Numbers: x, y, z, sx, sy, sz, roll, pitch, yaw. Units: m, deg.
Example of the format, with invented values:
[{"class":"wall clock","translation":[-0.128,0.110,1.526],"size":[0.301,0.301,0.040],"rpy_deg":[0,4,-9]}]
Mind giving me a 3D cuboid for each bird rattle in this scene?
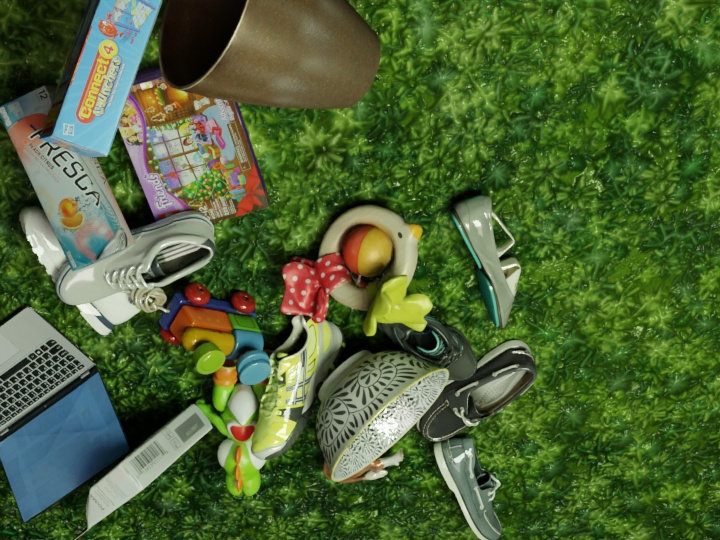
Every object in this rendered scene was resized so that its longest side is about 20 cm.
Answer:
[{"class":"bird rattle","translation":[0.000,0.000,1.484],"size":[0.113,0.199,0.164],"rpy_deg":[25,84,-54]}]

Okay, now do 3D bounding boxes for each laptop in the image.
[{"class":"laptop","translation":[-0.427,0.185,1.540],"size":[0.187,0.116,0.200],"rpy_deg":[-34,122,13]}]

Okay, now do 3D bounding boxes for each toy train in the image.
[{"class":"toy train","translation":[-0.205,0.080,1.478],"size":[0.199,0.116,0.085],"rpy_deg":[13,122,-39]}]

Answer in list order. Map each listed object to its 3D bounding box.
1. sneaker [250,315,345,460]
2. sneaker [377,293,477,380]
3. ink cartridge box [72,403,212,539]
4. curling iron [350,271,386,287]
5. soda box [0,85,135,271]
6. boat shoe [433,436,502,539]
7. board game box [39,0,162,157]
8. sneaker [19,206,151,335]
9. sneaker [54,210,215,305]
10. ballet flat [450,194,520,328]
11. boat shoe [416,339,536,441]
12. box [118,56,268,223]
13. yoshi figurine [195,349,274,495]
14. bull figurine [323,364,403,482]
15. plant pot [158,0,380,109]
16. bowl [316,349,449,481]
[{"class":"sneaker","translation":[-0.097,0.146,1.546],"size":[0.076,0.075,0.201],"rpy_deg":[38,68,-36]},{"class":"sneaker","translation":[0.092,0.102,1.572],"size":[0.076,0.079,0.200],"rpy_deg":[-50,129,5]},{"class":"ink cartridge box","translation":[-0.304,0.268,1.581],"size":[0.200,0.162,0.057],"rpy_deg":[-33,95,36]},{"class":"curling iron","translation":[0.041,0.054,1.580],"size":[0.049,0.026,0.201],"rpy_deg":[-21,124,9]},{"class":"soda box","translation":[-0.327,-0.105,1.345],"size":[0.063,0.068,0.201],"rpy_deg":[-24,95,8]},{"class":"boat shoe","translation":[0.171,0.318,1.747],"size":[0.062,0.073,0.201],"rpy_deg":[-24,118,12]},{"class":"board game box","translation":[-0.259,-0.216,1.212],"size":[0.056,0.200,0.197],"rpy_deg":[20,88,-19]},{"class":"sneaker","translation":[-0.335,-0.013,1.459],"size":[0.080,0.077,0.200],"rpy_deg":[-32,129,2]},{"class":"sneaker","translation":[-0.263,-0.008,1.405],"size":[0.199,0.071,0.073],"rpy_deg":[-26,125,-1]},{"class":"ballet flat","translation":[0.173,-0.011,1.536],"size":[0.063,0.067,0.201],"rpy_deg":[-25,124,-1]},{"class":"boat shoe","translation":[0.161,0.178,1.659],"size":[0.200,0.060,0.074],"rpy_deg":[-37,122,15]},{"class":"box","translation":[-0.199,-0.145,1.405],"size":[0.136,0.039,0.201],"rpy_deg":[-15,124,2]},{"class":"yoshi figurine","translation":[-0.157,0.201,1.623],"size":[0.112,0.112,0.201],"rpy_deg":[-18,118,-46]},{"class":"bull figurine","translation":[0.002,0.206,1.649],"size":[0.121,0.065,0.201],"rpy_deg":[3,121,-8]},{"class":"plant pot","translation":[-0.083,-0.251,1.289],"size":[0.199,0.187,0.187],"rpy_deg":[17,120,-35]},{"class":"bowl","translation":[0.009,0.163,1.521],"size":[0.200,0.094,0.201],"rpy_deg":[-39,162,-15]}]
